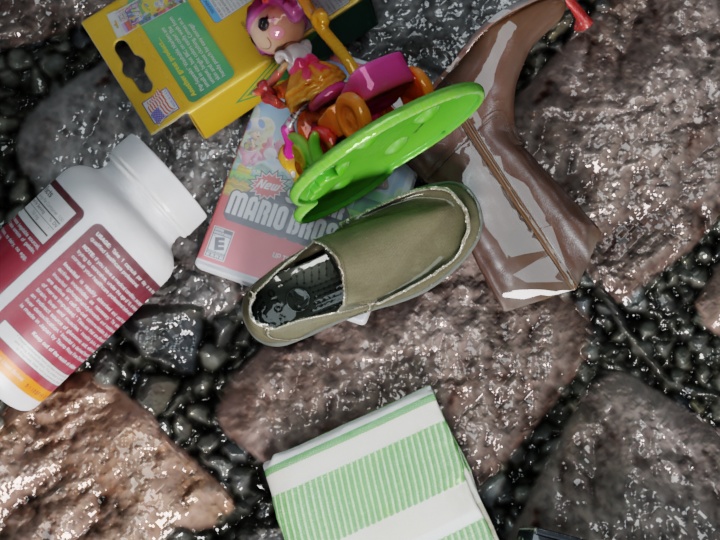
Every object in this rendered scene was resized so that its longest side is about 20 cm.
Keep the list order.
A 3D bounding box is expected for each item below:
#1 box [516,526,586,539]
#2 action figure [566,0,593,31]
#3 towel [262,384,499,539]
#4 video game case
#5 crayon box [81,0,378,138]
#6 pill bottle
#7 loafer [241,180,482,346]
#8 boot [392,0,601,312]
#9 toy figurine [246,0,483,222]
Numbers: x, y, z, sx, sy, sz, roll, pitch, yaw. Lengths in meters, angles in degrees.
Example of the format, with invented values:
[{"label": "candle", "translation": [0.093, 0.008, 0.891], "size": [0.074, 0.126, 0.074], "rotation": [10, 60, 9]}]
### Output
[{"label": "box", "translation": [0.168, 0.295, 0.874], "size": [0.157, 0.046, 0.202], "rotation": [16, 78, -4]}, {"label": "action figure", "translation": [0.123, -0.286, 1.006], "size": [0.065, 0.099, 0.200], "rotation": [-43, 103, 11]}, {"label": "towel", "translation": [0.027, 0.205, 0.925], "size": [0.151, 0.023, 0.201], "rotation": [-23, 79, -2]}, {"label": "video game case", "translation": [-0.030, -0.073, 0.991], "size": [0.142, 0.017, 0.202], "rotation": [18, 78, 7]}, {"label": "crayon box", "translation": [-0.103, -0.196, 0.993], "size": [0.199, 0.052, 0.126], "rotation": [-33, 69, -3]}, {"label": "pill bottle", "translation": [-0.214, -0.002, 0.935], "size": [0.200, 0.113, 0.113], "rotation": [-44, 79, -7]}, {"label": "loafer", "translation": [0.000, 0.000, 0.920], "size": [0.199, 0.070, 0.076], "rotation": [-31, 88, 6]}, {"label": "boot", "translation": [0.135, -0.090, 0.958], "size": [0.186, 0.064, 0.201], "rotation": [-37, 82, 3]}, {"label": "toy figurine", "translation": [-0.032, -0.153, 0.886], "size": [0.149, 0.200, 0.185], "rotation": [-26, 83, -27]}]
